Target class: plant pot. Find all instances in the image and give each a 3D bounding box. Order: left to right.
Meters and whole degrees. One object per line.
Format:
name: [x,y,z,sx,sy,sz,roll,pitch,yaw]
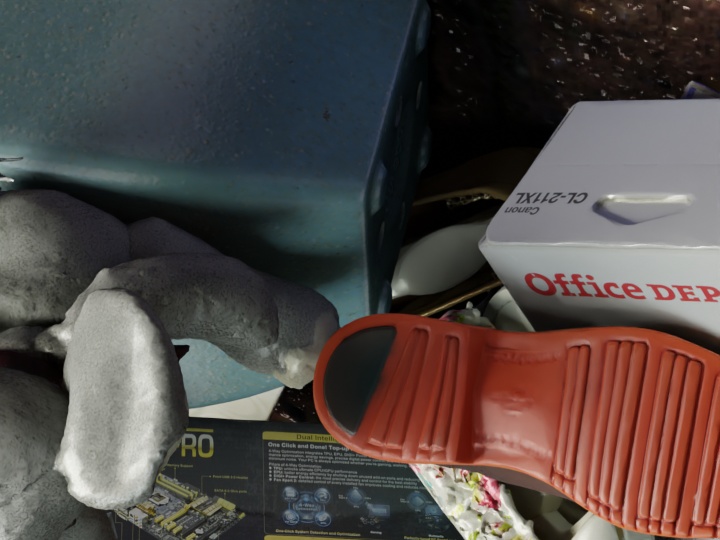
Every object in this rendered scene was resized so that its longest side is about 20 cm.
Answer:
plant pot: [-0.077,-0.059,1.154,0.200,0.196,0.196,9,147,8]

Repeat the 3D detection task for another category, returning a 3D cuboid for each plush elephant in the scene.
plush elephant: [-0.115,0.054,1.022,0.165,0.155,0.200,-14,143,23]

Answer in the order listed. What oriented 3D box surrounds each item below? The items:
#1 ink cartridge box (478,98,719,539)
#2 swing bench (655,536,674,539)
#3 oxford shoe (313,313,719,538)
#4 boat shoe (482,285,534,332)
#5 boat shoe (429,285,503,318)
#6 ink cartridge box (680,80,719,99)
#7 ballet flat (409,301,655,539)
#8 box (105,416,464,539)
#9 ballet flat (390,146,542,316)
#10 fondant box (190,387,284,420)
ink cartridge box: [0.160,0.031,1.065,0.146,0.083,0.200,3,137,45]
swing bench: [0.165,0.171,1.303,0.199,0.130,0.200,12,176,-11]
oxford shoe: [0.086,0.054,1.043,0.200,0.071,0.073,14,179,22]
boat shoe: [0.078,0.053,1.231,0.073,0.062,0.200,39,149,14]
boat shoe: [0.040,0.019,1.296,0.200,0.070,0.066,40,150,-7]
ink cartridge box: [0.204,0.006,1.163,0.200,0.043,0.198,27,149,4]
ballet flat: [0.075,0.095,1.127,0.200,0.076,0.064,50,125,18]
box: [-0.023,0.139,1.151,0.200,0.161,0.049,3,147,-8]
ballet flat: [0.000,0.000,1.226,0.200,0.063,0.069,-25,103,22]
fondant box: [-0.099,0.020,1.407,0.144,0.058,0.200,26,149,0]
